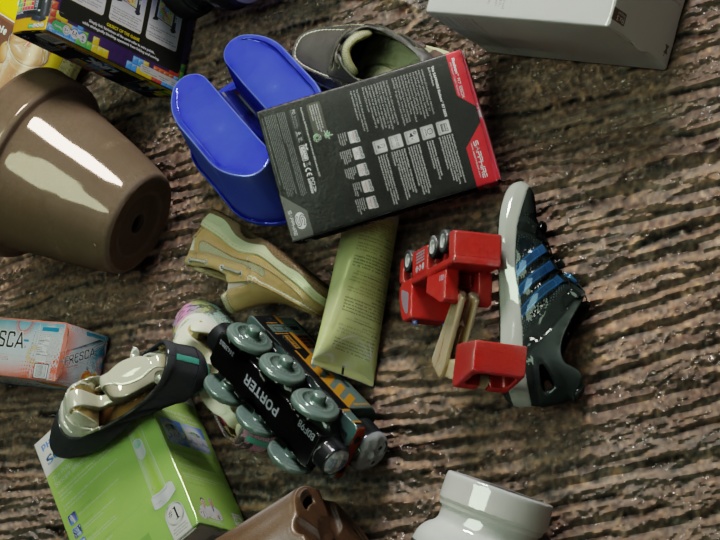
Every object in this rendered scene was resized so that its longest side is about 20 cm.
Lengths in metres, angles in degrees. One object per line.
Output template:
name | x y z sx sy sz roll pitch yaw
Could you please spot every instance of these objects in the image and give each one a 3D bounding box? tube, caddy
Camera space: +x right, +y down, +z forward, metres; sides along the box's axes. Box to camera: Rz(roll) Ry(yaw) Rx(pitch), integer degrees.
tube | 0.000 0.000 1.688 0.057 0.052 0.202 9 76 3
caddy | -0.094 -0.133 1.781 0.141 0.105 0.200 -36 53 -6

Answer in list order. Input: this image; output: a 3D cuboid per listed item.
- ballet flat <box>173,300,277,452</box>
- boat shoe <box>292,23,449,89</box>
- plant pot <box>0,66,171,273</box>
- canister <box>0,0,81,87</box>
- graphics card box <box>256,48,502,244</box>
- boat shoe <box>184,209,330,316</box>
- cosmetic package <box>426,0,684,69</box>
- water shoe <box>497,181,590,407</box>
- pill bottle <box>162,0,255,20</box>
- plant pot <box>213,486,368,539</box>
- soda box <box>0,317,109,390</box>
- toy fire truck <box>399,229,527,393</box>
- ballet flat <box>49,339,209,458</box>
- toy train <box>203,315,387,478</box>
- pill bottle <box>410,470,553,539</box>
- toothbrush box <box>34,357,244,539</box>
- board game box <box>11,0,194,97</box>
ballet flat | -0.141 0.094 1.763 0.069 0.071 0.201 -47 53 16
boat shoe | 0.006 -0.206 1.747 0.200 0.066 0.072 18 85 38
plant pot | -0.292 -0.085 1.881 0.173 0.200 0.202 26 92 21
canister | -0.355 -0.277 2.035 0.148 0.086 0.202 31 97 39
graphics card box | 0.017 -0.110 1.648 0.198 0.051 0.127 -17 88 4
boat shoe | -0.101 0.011 1.757 0.076 0.072 0.199 -54 40 -5
cosmetic package | 0.172 -0.238 1.603 0.198 0.112 0.082 10 82 37
water shoe | 0.159 0.021 1.573 0.078 0.072 0.202 -2 72 9
pill bottle | -0.115 -0.333 1.850 0.199 0.111 0.113 -23 63 29
plant pot | -0.085 0.304 1.587 0.198 0.200 0.201 -37 56 14
soda box | -0.362 0.087 1.936 0.198 0.068 0.064 4 78 37
toy fire truck | 0.083 0.040 1.565 0.200 0.048 0.143 150 125 -69
ballet flat | -0.235 0.118 1.724 0.199 0.073 0.074 -26 61 25
toy train | -0.058 0.113 1.666 0.200 0.113 0.086 42 118 37
pill bottle | 0.085 0.276 1.506 0.116 0.116 0.202 15 85 39
toothbrush box | -0.214 0.213 1.772 0.145 0.086 0.201 -41 56 18
board game box | -0.256 -0.290 1.889 0.056 0.199 0.167 0 75 38
